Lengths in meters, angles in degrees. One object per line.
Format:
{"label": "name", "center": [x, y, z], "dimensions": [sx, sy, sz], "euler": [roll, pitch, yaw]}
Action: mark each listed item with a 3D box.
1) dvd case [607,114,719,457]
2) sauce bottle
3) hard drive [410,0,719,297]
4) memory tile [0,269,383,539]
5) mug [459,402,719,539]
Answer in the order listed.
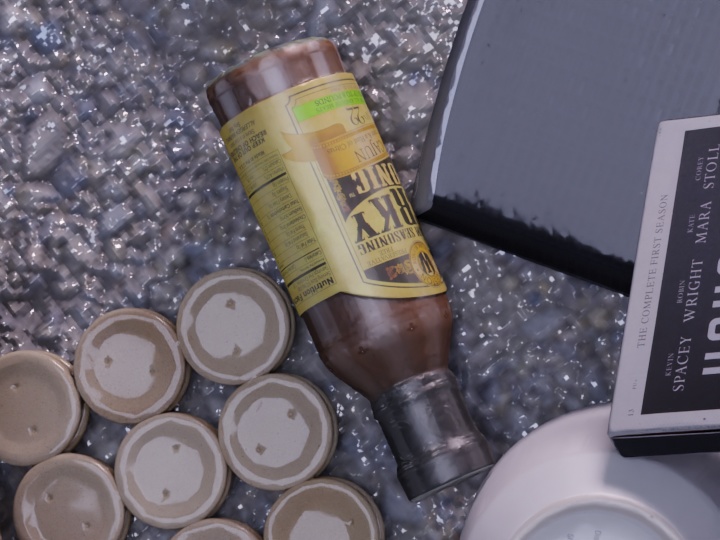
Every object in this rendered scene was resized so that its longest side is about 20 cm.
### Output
{"label": "dvd case", "center": [0.198, -0.002, 1.074], "dimensions": [0.200, 0.025, 0.150], "euler": [-5, 54, 26]}
{"label": "sauce bottle", "center": [0.000, 0.000, 1.217], "dimensions": [0.065, 0.065, 0.200], "euler": [-25, 85, 9]}
{"label": "hard drive", "center": [0.107, -0.097, 1.209], "dimensions": [0.135, 0.042, 0.200], "euler": [21, 91, 11]}
{"label": "memory tile", "center": [-0.071, 0.110, 1.241], "dimensions": [0.153, 0.017, 0.200], "euler": [-23, 83, 9]}
{"label": "mug", "center": [0.113, 0.143, 1.142], "dimensions": [0.149, 0.153, 0.187], "euler": [-37, 82, 7]}
